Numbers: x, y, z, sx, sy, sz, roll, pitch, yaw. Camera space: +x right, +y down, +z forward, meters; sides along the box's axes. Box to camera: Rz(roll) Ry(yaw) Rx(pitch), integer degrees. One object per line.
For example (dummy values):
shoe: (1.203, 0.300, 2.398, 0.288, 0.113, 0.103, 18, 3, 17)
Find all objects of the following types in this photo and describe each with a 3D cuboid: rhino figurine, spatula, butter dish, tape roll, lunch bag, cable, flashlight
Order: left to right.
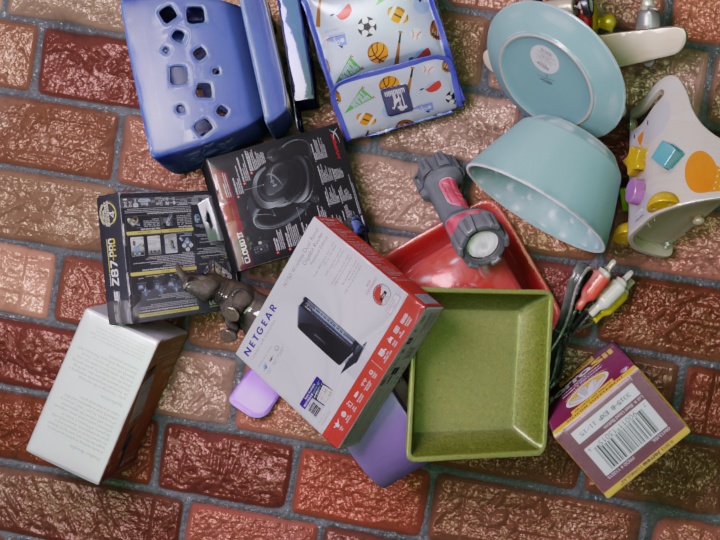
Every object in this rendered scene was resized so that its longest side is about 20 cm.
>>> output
rhino figurine: (-0.149, 0.049, 1.543, 0.199, 0.088, 0.060, 33, 120, -3)
spatula: (-0.101, 0.106, 1.649, 0.056, 0.021, 0.201, 34, 94, 5)
tape roll: (0.016, 0.165, 1.550, 0.085, 0.200, 0.201, -31, 89, 5)
lunch bag: (0.031, -0.280, 1.576, 0.169, 0.124, 0.201, -15, 104, 6)
flashlight: (0.125, -0.082, 1.537, 0.067, 0.200, 0.068, 10, 121, -20)
butter dish: (0.132, 0.036, 1.560, 0.199, 0.148, 0.201, -30, 89, 7)
cable: (0.274, 0.071, 1.575, 0.050, 0.097, 0.201, 30, 85, 44)

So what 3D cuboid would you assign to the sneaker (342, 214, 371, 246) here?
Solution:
sneaker: (0.000, 0.000, 1.549, 0.075, 0.200, 0.078, -43, 64, -14)

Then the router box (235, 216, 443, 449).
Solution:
router box: (-0.028, 0.070, 1.417, 0.179, 0.049, 0.201, 39, 109, 25)

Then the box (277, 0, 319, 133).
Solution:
box: (-0.079, -0.278, 1.583, 0.032, 0.121, 0.201, -8, 92, 1)

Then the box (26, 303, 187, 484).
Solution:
box: (-0.326, 0.154, 1.608, 0.106, 0.152, 0.201, 24, 95, 4)

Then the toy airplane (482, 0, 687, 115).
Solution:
toy airplane: (0.280, -0.284, 1.553, 0.199, 0.141, 0.199, 31, 133, -4)

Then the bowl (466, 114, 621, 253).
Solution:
bowl: (0.241, -0.119, 1.526, 0.200, 0.201, 0.105, 31, 85, 4)

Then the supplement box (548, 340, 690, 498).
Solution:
supplement box: (0.308, 0.177, 1.518, 0.131, 0.200, 0.103, -41, 92, 6)

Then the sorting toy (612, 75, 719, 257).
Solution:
sorting toy: (0.370, -0.135, 1.518, 0.106, 0.200, 0.181, 2, 69, -14)

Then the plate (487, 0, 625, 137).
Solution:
plate: (0.231, -0.236, 1.504, 0.200, 0.200, 0.026, 44, 64, 3)

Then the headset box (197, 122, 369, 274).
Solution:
headset box: (-0.107, -0.089, 1.587, 0.199, 0.077, 0.150, -18, 91, -12)

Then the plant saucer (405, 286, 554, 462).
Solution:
plant saucer: (0.133, 0.120, 1.463, 0.199, 0.048, 0.201, 2, 92, -29)

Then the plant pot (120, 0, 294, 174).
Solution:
plant pot: (-0.185, -0.244, 1.563, 0.179, 0.200, 0.201, -13, 89, 0)

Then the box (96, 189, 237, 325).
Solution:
box: (-0.240, -0.021, 1.574, 0.049, 0.200, 0.162, -6, 91, 37)
